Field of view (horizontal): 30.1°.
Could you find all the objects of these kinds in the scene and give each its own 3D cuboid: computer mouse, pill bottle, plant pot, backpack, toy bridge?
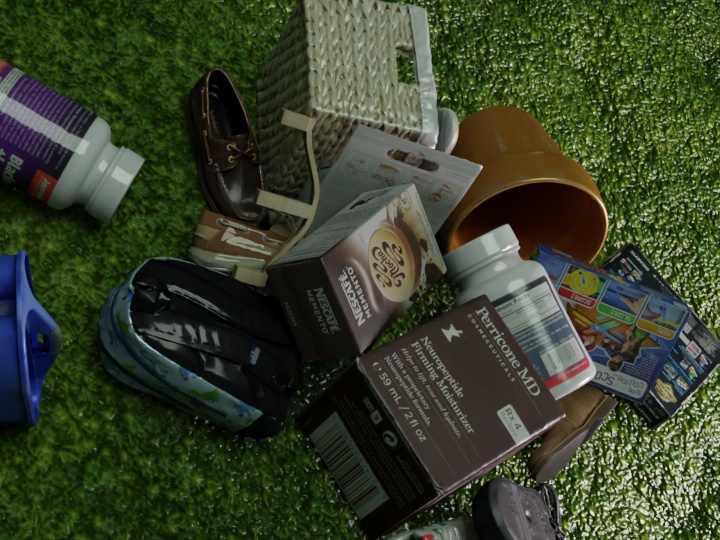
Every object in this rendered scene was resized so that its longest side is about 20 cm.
[{"bbox_3d":[0.173,0.288,1.471,0.200,0.053,0.139,32,39,-51],"label":"computer mouse"},{"bbox_3d":[-0.338,-0.135,1.436,0.200,0.111,0.112,30,53,-9],"label":"pill bottle"},{"bbox_3d":[0.186,-0.100,1.661,0.200,0.200,0.184,11,42,-22],"label":"plant pot"},{"bbox_3d":[0.175,0.056,1.535,0.119,0.120,0.200,-24,86,-36],"label":"pill bottle"},{"bbox_3d":[-0.173,0.072,1.397,0.200,0.154,0.164,33,53,-35],"label":"backpack"},{"bbox_3d":[-0.083,-0.072,1.460,0.067,0.027,0.201,15,95,-15],"label":"toy bridge"}]

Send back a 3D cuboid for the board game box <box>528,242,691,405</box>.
[{"bbox_3d":[0.278,0.066,1.616,0.199,0.136,0.034,22,20,-5],"label":"board game box"}]

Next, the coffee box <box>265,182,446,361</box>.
[{"bbox_3d":[0.000,0.000,1.433,0.200,0.080,0.113,-42,115,-48],"label":"coffee box"}]

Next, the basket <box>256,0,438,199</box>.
[{"bbox_3d":[-0.019,-0.197,1.589,0.160,0.200,0.199,9,58,-21],"label":"basket"}]

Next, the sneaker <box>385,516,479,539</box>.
[{"bbox_3d":[0.075,0.304,1.412,0.199,0.093,0.071,-12,69,-33],"label":"sneaker"}]

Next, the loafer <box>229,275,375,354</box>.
[{"bbox_3d":[-0.062,0.037,1.508,0.199,0.072,0.073,12,59,-21],"label":"loafer"}]

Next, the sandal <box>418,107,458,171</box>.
[{"bbox_3d":[0.086,-0.122,1.595,0.059,0.207,0.079,4,67,-22],"label":"sandal"}]

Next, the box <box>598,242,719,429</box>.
[{"bbox_3d":[0.363,0.081,1.727,0.200,0.046,0.159,49,52,5],"label":"box"}]

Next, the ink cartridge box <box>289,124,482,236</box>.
[{"bbox_3d":[0.024,-0.091,1.547,0.162,0.200,0.050,17,43,-19],"label":"ink cartridge box"}]

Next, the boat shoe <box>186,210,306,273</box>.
[{"bbox_3d":[-0.095,-0.031,1.515,0.199,0.076,0.072,5,97,-27],"label":"boat shoe"}]

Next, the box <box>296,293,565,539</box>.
[{"bbox_3d":[0.074,0.159,1.450,0.200,0.164,0.166,-25,76,-36],"label":"box"}]

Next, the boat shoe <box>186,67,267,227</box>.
[{"bbox_3d":[-0.155,-0.142,1.566,0.070,0.070,0.201,-10,69,-33],"label":"boat shoe"}]

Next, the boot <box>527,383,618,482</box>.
[{"bbox_3d":[0.231,0.184,1.577,0.075,0.074,0.200,39,33,13],"label":"boot"}]

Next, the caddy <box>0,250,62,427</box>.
[{"bbox_3d":[-0.337,0.068,1.272,0.105,0.200,0.142,-4,62,-11],"label":"caddy"}]
